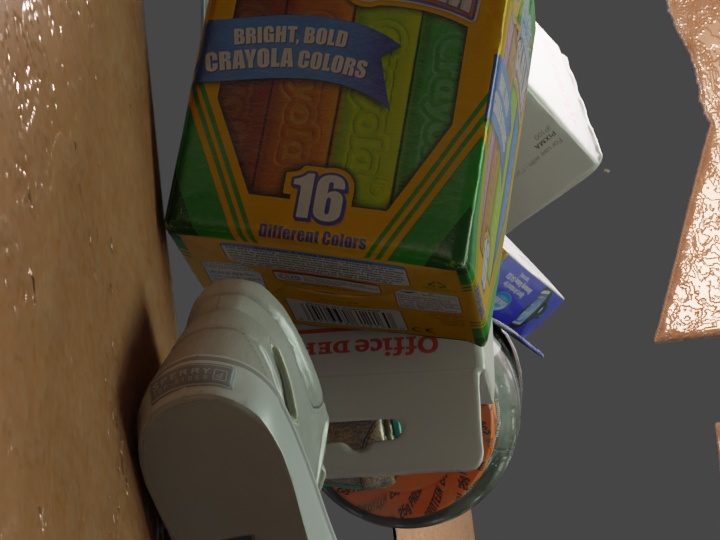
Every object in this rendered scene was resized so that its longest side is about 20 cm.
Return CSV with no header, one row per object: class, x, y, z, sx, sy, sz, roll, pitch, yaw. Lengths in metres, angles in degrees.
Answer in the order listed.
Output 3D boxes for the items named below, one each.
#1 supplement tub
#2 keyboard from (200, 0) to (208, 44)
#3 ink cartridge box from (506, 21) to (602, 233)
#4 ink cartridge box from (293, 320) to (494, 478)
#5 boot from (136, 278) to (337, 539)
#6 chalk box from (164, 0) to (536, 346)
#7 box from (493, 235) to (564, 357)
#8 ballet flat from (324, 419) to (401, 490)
supplement tub,0.028,0.073,1.218,0.200,0.122,0.123,-35,118,-85
keyboard,-0.058,-0.069,1.106,0.200,0.011,0.056,76,3,-53
ink cartridge box,0.024,-0.127,1.135,0.200,0.083,0.147,45,18,-26
ink cartridge box,0.000,0.000,1.005,0.068,0.116,0.201,63,25,-72
boot,-0.027,0.102,0.814,0.096,0.073,0.201,-73,155,-61
chalk box,0.005,-0.085,0.927,0.124,0.124,0.201,66,31,-72
box,0.039,-0.035,1.241,0.200,0.041,0.119,45,5,23
ballet flat,-0.019,0.013,1.077,0.068,0.067,0.201,70,12,-57
